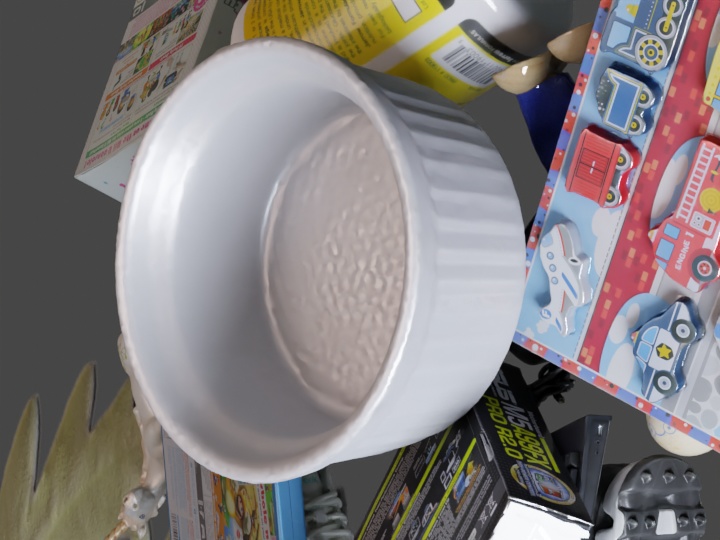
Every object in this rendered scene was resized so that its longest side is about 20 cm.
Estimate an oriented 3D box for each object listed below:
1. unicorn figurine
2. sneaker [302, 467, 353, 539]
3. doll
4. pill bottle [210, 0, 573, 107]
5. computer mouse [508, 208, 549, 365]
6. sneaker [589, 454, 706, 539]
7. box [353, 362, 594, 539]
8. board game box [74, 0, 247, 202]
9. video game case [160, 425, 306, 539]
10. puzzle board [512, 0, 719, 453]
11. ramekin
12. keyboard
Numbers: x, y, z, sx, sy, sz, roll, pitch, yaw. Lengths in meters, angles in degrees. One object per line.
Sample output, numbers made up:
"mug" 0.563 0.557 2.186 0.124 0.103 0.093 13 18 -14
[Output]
"unicorn figurine" -0.144 0.096 1.161 0.137 0.074 0.201 127 147 -52
"sneaker" -0.037 0.166 0.998 0.200 0.070 0.081 37 116 50
"doll" 0.125 -0.010 0.762 0.136 0.048 0.201 -24 85 51
"pill bottle" 0.005 -0.122 0.866 0.200 0.112 0.113 -30 64 32
"computer mouse" 0.113 -0.037 0.817 0.059 0.034 0.201 48 127 45
"sneaker" 0.117 0.186 0.784 0.090 0.066 0.201 0 86 58
"box" 0.033 0.158 0.789 0.160 0.044 0.201 -107 40 -68
"board game box" -0.095 -0.149 1.029 0.147 0.064 0.201 -20 47 54
"video game case" -0.079 0.130 0.972 0.200 0.018 0.144 177 88 -66
"puzzle board" 0.147 -0.024 0.691 0.150 0.017 0.201 29 121 26
"ramekin" -0.017 -0.004 0.769 0.200 0.097 0.202 -1 88 44
"keyboard" 0.072 0.108 0.838 0.200 0.021 0.128 -42 30 60
